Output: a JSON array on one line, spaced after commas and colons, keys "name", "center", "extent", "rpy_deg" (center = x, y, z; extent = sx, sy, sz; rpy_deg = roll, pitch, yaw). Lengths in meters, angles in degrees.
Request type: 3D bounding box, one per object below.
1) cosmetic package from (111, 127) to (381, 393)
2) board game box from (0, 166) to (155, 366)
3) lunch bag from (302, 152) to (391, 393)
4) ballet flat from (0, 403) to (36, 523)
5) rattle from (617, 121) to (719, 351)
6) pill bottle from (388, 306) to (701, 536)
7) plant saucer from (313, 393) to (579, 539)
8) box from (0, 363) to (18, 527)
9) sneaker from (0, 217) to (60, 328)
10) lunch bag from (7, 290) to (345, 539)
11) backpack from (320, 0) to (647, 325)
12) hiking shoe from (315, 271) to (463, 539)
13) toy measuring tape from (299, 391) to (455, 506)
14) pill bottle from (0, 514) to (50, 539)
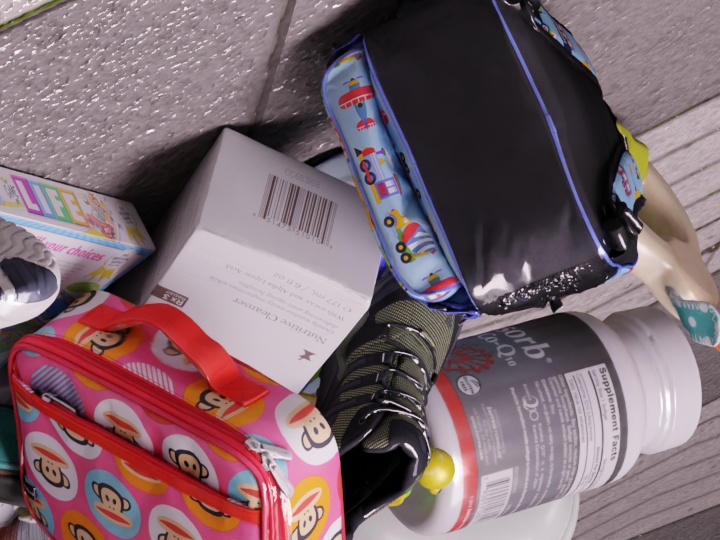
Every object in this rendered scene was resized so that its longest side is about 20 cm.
[{"name": "cosmetic package", "center": [-0.075, 0.021, 1.573], "extent": [0.112, 0.081, 0.200], "rpy_deg": [23, 138, -11]}, {"name": "board game box", "center": [-0.214, 0.001, 1.466], "extent": [0.134, 0.034, 0.200], "rpy_deg": [-35, 160, 17]}, {"name": "lunch bag", "center": [0.000, 0.000, 1.700], "extent": [0.160, 0.083, 0.200], "rpy_deg": [-13, 154, -32]}, {"name": "ballet flat", "center": [-0.196, 0.114, 1.624], "extent": [0.068, 0.068, 0.200], "rpy_deg": [-27, 152, 27]}, {"name": "rattle", "center": [0.156, 0.009, 1.753], "extent": [0.142, 0.201, 0.130], "rpy_deg": [-31, 161, 7]}, {"name": "pill bottle", "center": [0.110, 0.091, 1.756], "extent": [0.199, 0.116, 0.116], "rpy_deg": [-14, 156, -26]}, {"name": "plant saucer", "center": [0.055, 0.124, 1.823], "extent": [0.199, 0.201, 0.050], "rpy_deg": [-18, 149, -29]}, {"name": "box", "center": [-0.233, 0.103, 1.688], "extent": [0.155, 0.041, 0.200], "rpy_deg": [-7, 150, -46]}, {"name": "sneaker", "center": [-0.240, 0.047, 1.359], "extent": [0.198, 0.080, 0.130], "rpy_deg": [-12, 132, -5]}, {"name": "lunch bag", "center": [-0.100, 0.099, 1.497], "extent": [0.082, 0.199, 0.177], "rpy_deg": [-36, 138, -39]}, {"name": "backpack", "center": [0.079, -0.063, 1.523], "extent": [0.134, 0.184, 0.200], "rpy_deg": [-24, 174, 12]}, {"name": "hiking shoe", "center": [0.017, 0.085, 1.580], "extent": [0.076, 0.100, 0.201], "rpy_deg": [41, 74, -36]}, {"name": "toy measuring tape", "center": [-0.031, 0.106, 1.685], "extent": [0.199, 0.074, 0.073], "rpy_deg": [12, 177, 24]}, {"name": "pill bottle", "center": [-0.164, 0.177, 1.788], "extent": [0.112, 0.113, 0.200], "rpy_deg": [-12, 161, -40]}]
